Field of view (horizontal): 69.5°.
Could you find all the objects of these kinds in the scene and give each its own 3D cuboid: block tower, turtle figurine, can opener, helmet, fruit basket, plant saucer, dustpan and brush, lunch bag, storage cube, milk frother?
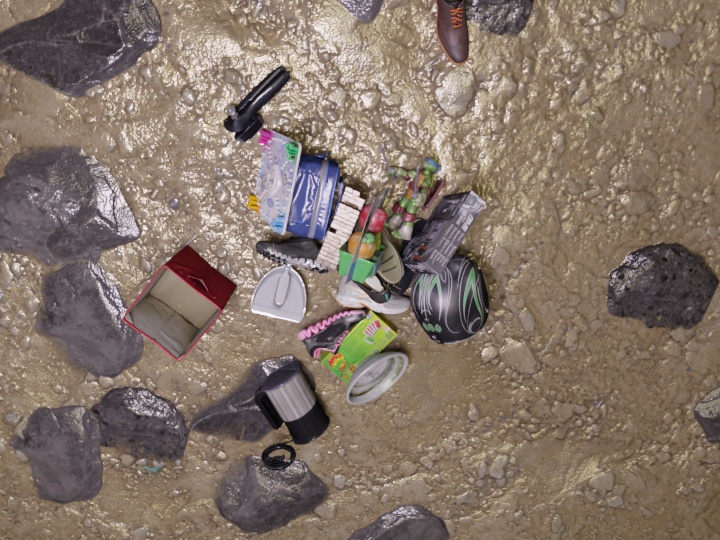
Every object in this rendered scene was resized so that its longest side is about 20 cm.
[{"bbox_3d":[-0.045,-0.098,1.228,0.053,0.058,0.202,23,107,0],"label":"block tower"},{"bbox_3d":[0.095,-0.184,1.228,0.143,0.199,0.196,30,113,25],"label":"turtle figurine"},{"bbox_3d":[-0.241,-0.393,1.203,0.200,0.078,0.063,-48,64,10],"label":"can opener"},{"bbox_3d":[0.216,0.059,1.277,0.197,0.200,0.193,-16,109,4],"label":"helmet"},{"bbox_3d":[0.024,-0.080,1.145,0.093,0.185,0.202,27,112,4],"label":"fruit basket"},{"bbox_3d":[0.036,0.274,1.382,0.198,0.050,0.201,-26,146,-19],"label":"plant saucer"},{"bbox_3d":[-0.193,0.019,1.324,0.137,0.057,0.203,13,78,-7],"label":"dustpan and brush"},{"bbox_3d":[-0.110,-0.182,1.224,0.130,0.136,0.203,12,109,-8],"label":"lunch bag"},{"bbox_3d":[-0.434,0.075,1.278,0.170,0.180,0.200,40,102,-13],"label":"storage cube"},{"bbox_3d":[-0.203,0.387,1.373,0.179,0.200,0.190,-25,106,11],"label":"milk frother"}]

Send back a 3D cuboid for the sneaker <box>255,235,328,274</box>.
[{"bbox_3d":[-0.163,-0.056,1.283,0.198,0.066,0.092,16,77,-29],"label":"sneaker"}]

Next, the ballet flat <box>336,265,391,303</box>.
[{"bbox_3d":[0.000,0.000,1.284,0.199,0.069,0.068,39,74,13],"label":"ballet flat"}]

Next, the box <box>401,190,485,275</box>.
[{"bbox_3d":[0.190,-0.088,1.218,0.050,0.158,0.201,35,82,-14],"label":"box"}]

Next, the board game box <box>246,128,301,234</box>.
[{"bbox_3d":[-0.204,-0.209,1.188,0.026,0.200,0.203,2,111,-33],"label":"board game box"}]

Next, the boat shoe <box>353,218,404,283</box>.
[{"bbox_3d":[0.050,-0.066,1.277,0.074,0.068,0.202,-29,92,26],"label":"boat shoe"}]

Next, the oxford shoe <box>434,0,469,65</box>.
[{"bbox_3d":[0.201,-0.557,1.143,0.070,0.073,0.203,-17,108,4],"label":"oxford shoe"}]

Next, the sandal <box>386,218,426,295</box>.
[{"bbox_3d":[0.130,-0.032,1.307,0.075,0.043,0.203,21,90,-10],"label":"sandal"}]

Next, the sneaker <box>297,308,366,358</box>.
[{"bbox_3d":[-0.065,0.166,1.351,0.198,0.079,0.097,-26,80,19],"label":"sneaker"}]

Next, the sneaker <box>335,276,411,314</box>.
[{"bbox_3d":[0.038,0.054,1.338,0.197,0.076,0.093,9,103,-5],"label":"sneaker"}]

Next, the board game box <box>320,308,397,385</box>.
[{"bbox_3d":[-0.004,0.200,1.395,0.101,0.048,0.200,41,102,-12],"label":"board game box"}]
